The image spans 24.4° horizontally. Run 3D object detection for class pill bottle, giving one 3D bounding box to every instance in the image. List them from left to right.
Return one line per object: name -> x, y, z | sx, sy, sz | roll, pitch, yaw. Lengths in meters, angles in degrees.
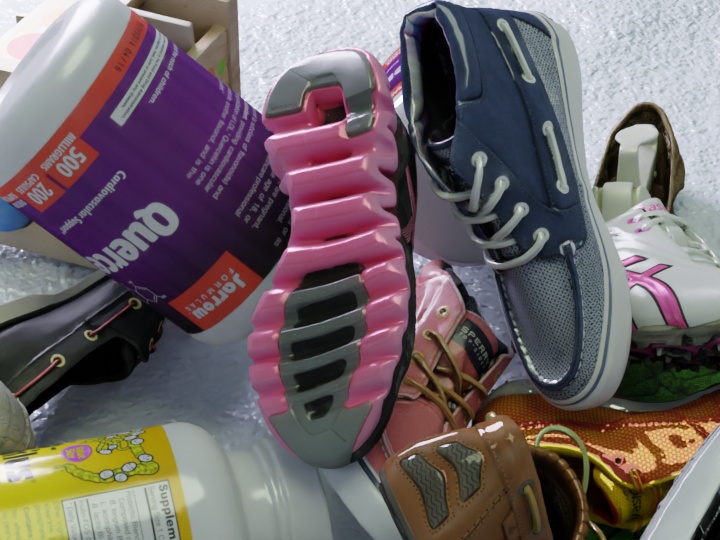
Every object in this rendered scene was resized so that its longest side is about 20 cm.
pill bottle -> -0.117, 0.127, 0.750 | 0.199, 0.105, 0.104 | -10, 40, -15
pill bottle -> -0.091, -0.040, 0.849 | 0.200, 0.112, 0.113 | 38, 34, -19
pill bottle -> 0.059, -0.072, 0.960 | 0.112, 0.113, 0.200 | 2, 18, 0

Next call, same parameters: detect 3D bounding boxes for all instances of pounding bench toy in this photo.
pounding bench toy -> -0.127, -0.081, 0.993 | 0.199, 0.125, 0.156 | 14, 38, 16

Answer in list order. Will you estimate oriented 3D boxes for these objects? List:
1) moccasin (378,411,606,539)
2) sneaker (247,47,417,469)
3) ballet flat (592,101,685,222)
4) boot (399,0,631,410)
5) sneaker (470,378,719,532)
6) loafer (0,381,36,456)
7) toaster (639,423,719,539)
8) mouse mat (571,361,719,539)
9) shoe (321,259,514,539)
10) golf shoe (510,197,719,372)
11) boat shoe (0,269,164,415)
moccasin -> 0.070, 0.108, 0.719 | 0.078, 0.201, 0.074 | -30, 56, 4
sneaker -> 0.000, 0.000, 0.778 | 0.079, 0.095, 0.201 | -5, 66, 20
ballet flat -> 0.160, -0.036, 0.992 | 0.068, 0.073, 0.200 | 3, 38, 18
boot -> 0.067, -0.030, 0.799 | 0.090, 0.073, 0.201 | 0, 75, -44
sneaker -> 0.153, 0.098, 0.824 | 0.199, 0.073, 0.077 | -4, 41, 10
loafer -> -0.251, 0.109, 0.798 | 0.199, 0.070, 0.070 | -19, 58, 2
toaster -> 0.167, 0.147, 0.682 | 0.113, 0.129, 0.200 | 23, 60, 26
mouse mat -> 0.182, 0.099, 0.877 | 0.200, 0.008, 0.161 | -28, 47, -31
shoe -> 0.028, 0.059, 0.814 | 0.091, 0.072, 0.200 | -38, 19, 9
golf shoe -> 0.149, 0.006, 0.854 | 0.072, 0.093, 0.200 | 12, -6, -33
boat shoe -> -0.143, 0.033, 0.906 | 0.201, 0.074, 0.063 | -29, 79, -44
